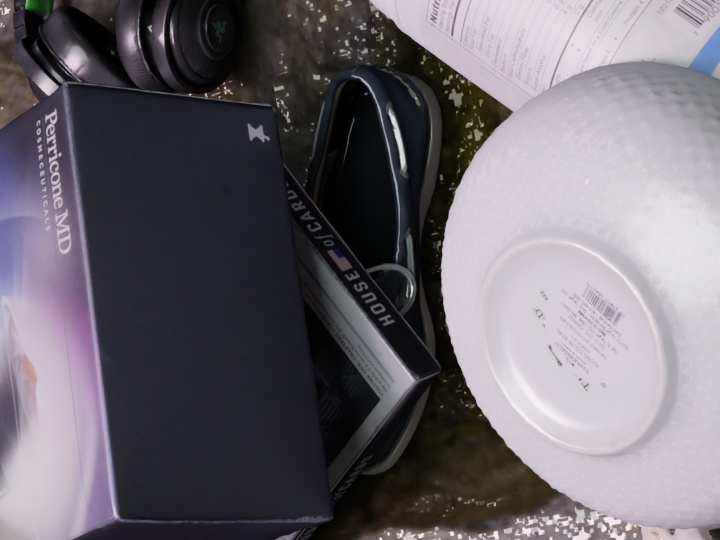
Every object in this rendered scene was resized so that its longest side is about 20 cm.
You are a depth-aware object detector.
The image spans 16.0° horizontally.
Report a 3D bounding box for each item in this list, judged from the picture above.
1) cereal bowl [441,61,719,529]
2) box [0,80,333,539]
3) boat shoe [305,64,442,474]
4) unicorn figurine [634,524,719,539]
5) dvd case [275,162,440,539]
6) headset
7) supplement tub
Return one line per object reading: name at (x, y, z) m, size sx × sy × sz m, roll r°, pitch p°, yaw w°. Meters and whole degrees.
cereal bowl at (0.109, 0.019, 1.064) m, size 0.200 × 0.083 × 0.200 m, roll 19°, pitch 120°, yaw 37°
box at (-0.127, 0.042, 1.182) m, size 0.198 × 0.123 × 0.200 m, roll -27°, pitch 66°, yaw 47°
boat shoe at (0.000, 0.000, 1.247) m, size 0.075 × 0.062 × 0.200 m, roll 11°, pitch 94°, yaw 28°
unicorn figurine at (0.203, 0.079, 1.139) m, size 0.137 × 0.074 × 0.200 m, roll 20°, pitch 84°, yaw 37°
dvd case at (-0.055, 0.052, 1.253) m, size 0.150 × 0.025 × 0.200 m, roll 52°, pitch 133°, yaw 18°
headset at (-0.111, -0.107, 1.318) m, size 0.123 × 0.094 × 0.200 m, roll -20°, pitch 64°, yaw 26°
supplement tub at (0.115, -0.117, 1.149) m, size 0.200 × 0.132 × 0.132 m, roll 38°, pitch 106°, yaw 25°
